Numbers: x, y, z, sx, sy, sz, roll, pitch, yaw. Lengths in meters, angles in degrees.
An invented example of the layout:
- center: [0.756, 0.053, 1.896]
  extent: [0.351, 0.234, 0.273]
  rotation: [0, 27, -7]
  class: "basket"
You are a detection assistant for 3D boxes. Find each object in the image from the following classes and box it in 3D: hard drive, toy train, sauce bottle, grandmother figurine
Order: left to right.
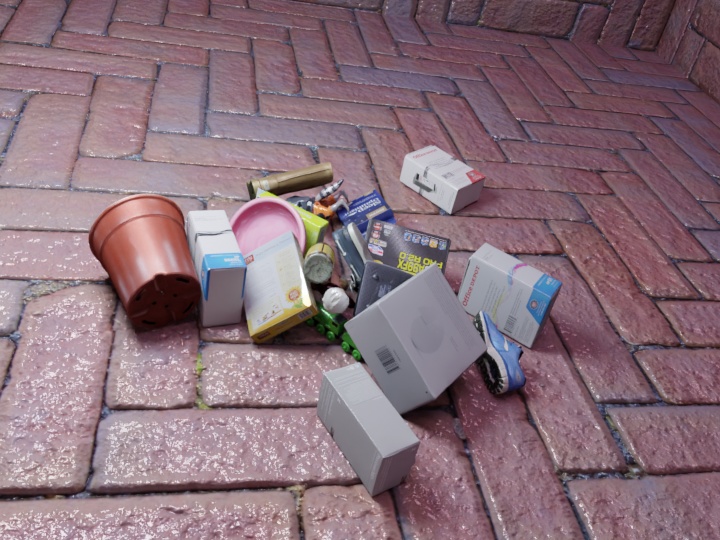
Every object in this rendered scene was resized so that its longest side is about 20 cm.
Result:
- center: [-0.082, -0.023, 1.475]
  extent: [0.063, 0.066, 0.200]
  rotation: [12, 11, -1]
  class: "sauce bottle"
- center: [-0.057, 0.043, 1.464]
  extent: [0.119, 0.062, 0.200]
  rotation: [17, 7, -11]
  class: "grandmother figurine"
- center: [-0.056, 0.111, 1.452]
  extent: [0.198, 0.057, 0.041]
  rotation: [34, 41, 24]
  class: "toy train"
- center: [0.081, 0.072, 1.481]
  extent: [0.196, 0.042, 0.138]
  rotation: [20, 70, -19]
  class: "hard drive"

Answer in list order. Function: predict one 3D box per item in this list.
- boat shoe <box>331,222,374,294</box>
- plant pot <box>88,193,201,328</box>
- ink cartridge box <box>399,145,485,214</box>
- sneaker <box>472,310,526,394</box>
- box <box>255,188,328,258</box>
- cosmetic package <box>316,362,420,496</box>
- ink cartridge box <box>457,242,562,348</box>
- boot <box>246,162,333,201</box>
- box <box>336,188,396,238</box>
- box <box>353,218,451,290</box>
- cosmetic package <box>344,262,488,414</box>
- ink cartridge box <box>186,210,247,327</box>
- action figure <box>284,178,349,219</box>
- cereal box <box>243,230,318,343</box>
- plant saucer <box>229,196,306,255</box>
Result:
- center: [0.000, 0.000, 1.526]
  extent: [0.061, 0.203, 0.075]
  rotation: [-23, 12, 16]
  class: "boat shoe"
- center: [-0.413, -0.008, 1.397]
  extent: [0.197, 0.203, 0.197]
  rotation: [-11, 51, -30]
  class: "plant pot"
- center: [0.231, -0.261, 2.010]
  extent: [0.199, 0.084, 0.145]
  rotation: [37, 42, 28]
  class: "ink cartridge box"
- center: [0.286, 0.170, 1.479]
  extent: [0.087, 0.079, 0.203]
  rotation: [5, 45, -23]
  class: "sneaker"
- center: [-0.177, -0.093, 1.622]
  extent: [0.197, 0.124, 0.048]
  rotation: [27, 27, 17]
  class: "box"
- center: [0.009, 0.270, 1.223]
  extent: [0.088, 0.109, 0.200]
  rotation: [-11, 41, -30]
  class: "cosmetic package"
- center: [0.326, 0.053, 1.574]
  extent: [0.197, 0.147, 0.084]
  rotation: [29, 39, 20]
  class: "ink cartridge box"
- center: [-0.176, -0.211, 1.747]
  extent: [0.195, 0.068, 0.175]
  rotation: [-16, 7, -15]
  class: "boot"
- center: [0.011, -0.136, 1.734]
  extent: [0.119, 0.033, 0.201]
  rotation: [-27, 28, -2]
  class: "box"
- center: [0.095, -0.014, 1.605]
  extent: [0.195, 0.044, 0.164]
  rotation: [15, 72, 2]
  class: "box"
- center: [0.109, 0.128, 1.358]
  extent: [0.198, 0.122, 0.202]
  rotation: [-30, 87, -43]
  class: "cosmetic package"
- center: [-0.301, -0.009, 1.456]
  extent: [0.082, 0.147, 0.201]
  rotation: [-4, 40, -24]
  class: "ink cartridge box"
- center: [-0.125, -0.168, 1.746]
  extent: [0.188, 0.107, 0.202]
  rotation: [-11, 34, 1]
  class: "action figure"
- center: [-0.174, 0.031, 1.444]
  extent: [0.141, 0.040, 0.203]
  rotation: [-26, 52, 10]
  class: "cereal box"
- center: [-0.205, -0.057, 1.552]
  extent: [0.198, 0.203, 0.051]
  rotation: [29, -2, 22]
  class: "plant saucer"
